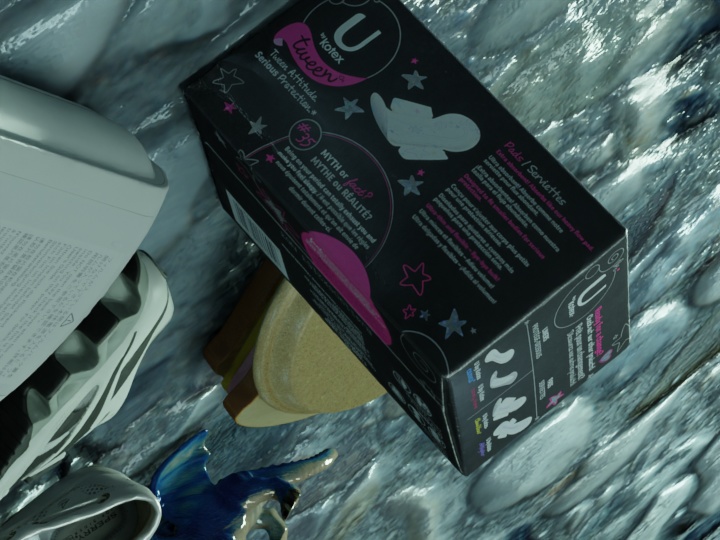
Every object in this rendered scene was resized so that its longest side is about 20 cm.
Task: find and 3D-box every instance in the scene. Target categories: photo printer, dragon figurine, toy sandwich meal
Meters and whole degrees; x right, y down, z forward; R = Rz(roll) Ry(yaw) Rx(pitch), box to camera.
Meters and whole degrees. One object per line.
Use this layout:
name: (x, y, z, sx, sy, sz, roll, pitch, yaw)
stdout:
photo printer: (-0.178, -0.009, 1.170, 0.166, 0.069, 0.200, -49, 157, 12)
dragon figurine: (-0.091, 0.135, 1.566, 0.200, 0.099, 0.059, -49, 164, -39)
toy sandwich meal: (0.000, 0.000, 1.481, 0.205, 0.070, 0.205, -34, 151, -23)

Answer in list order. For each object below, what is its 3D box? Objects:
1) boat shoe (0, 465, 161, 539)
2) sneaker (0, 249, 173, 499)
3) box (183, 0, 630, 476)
boat shoe: (-0.189, 0.176, 1.441, 0.200, 0.071, 0.069, -42, -163, -20)
sneaker: (-0.164, 0.072, 1.324, 0.200, 0.074, 0.089, -43, 155, 2)
box: (0.026, -0.025, 1.302, 0.115, 0.200, 0.132, -37, 156, -11)
